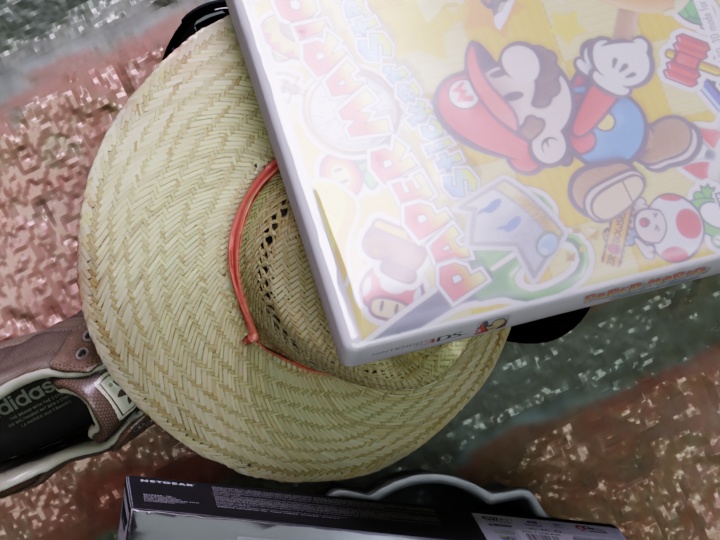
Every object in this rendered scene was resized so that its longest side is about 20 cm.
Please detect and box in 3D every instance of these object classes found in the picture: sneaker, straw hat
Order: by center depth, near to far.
[{"bbox_3d":[0.000,0.000,1.041,0.201,0.085,0.201,-7,108,-24],"label":"straw hat"},{"bbox_3d":[-0.082,0.036,1.092,0.200,0.076,0.070,-32,112,9],"label":"sneaker"}]

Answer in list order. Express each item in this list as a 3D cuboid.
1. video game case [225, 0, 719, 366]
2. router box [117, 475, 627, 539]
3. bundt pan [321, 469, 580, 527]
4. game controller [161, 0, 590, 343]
[{"bbox_3d":[0.052,-0.079,1.012,0.182,0.023,0.200,-14,71,-12],"label":"video game case"},{"bbox_3d":[-0.002,0.170,1.073,0.200,0.052,0.157,7,99,-8],"label":"router box"},{"bbox_3d":[0.020,0.172,1.141,0.202,0.076,0.202,-1,100,-8],"label":"bundt pan"},{"bbox_3d":[0.010,-0.038,1.121,0.200,0.042,0.104,16,97,-9],"label":"game controller"}]
